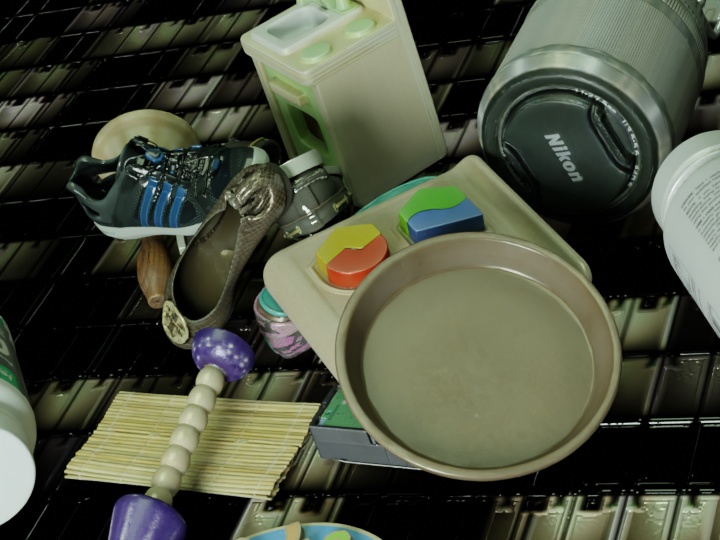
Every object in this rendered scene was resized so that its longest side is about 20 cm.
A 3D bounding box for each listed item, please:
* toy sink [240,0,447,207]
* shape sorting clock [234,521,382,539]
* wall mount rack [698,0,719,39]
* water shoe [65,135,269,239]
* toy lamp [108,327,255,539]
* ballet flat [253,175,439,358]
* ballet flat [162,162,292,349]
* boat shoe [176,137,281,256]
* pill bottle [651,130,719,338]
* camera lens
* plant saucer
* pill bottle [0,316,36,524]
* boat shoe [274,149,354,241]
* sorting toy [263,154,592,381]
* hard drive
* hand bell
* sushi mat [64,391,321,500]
[{"bbox_3d":[-0.023,-0.179,1.587,0.111,0.201,0.130,-31,34,-19],"label":"toy sink"},{"bbox_3d":[-0.063,0.229,1.149,0.198,0.040,0.201,-14,33,9],"label":"shape sorting clock"},{"bbox_3d":[0.304,-0.301,1.671,0.199,0.075,0.175,9,65,39],"label":"wall mount rack"},{"bbox_3d":[-0.167,-0.073,1.490,0.199,0.079,0.072,-13,48,37],"label":"water shoe"},{"bbox_3d":[-0.131,0.135,1.293,0.058,0.058,0.201,0,48,29],"label":"toy lamp"},{"bbox_3d":[0.000,0.000,1.426,0.199,0.072,0.069,-37,53,-19],"label":"ballet flat"},{"bbox_3d":[-0.117,-0.008,1.416,0.067,0.200,0.046,49,39,15],"label":"ballet flat"},{"bbox_3d":[-0.114,-0.060,1.580,0.060,0.072,0.202,-15,30,17],"label":"boat shoe"},{"bbox_3d":[0.280,-0.014,1.250,0.112,0.114,0.201,-20,32,0],"label":"pill bottle"},{"bbox_3d":[0.193,-0.148,1.455,0.158,0.161,0.201,-1,36,27],"label":"camera lens"},{"bbox_3d":[0.081,0.061,1.234,0.197,0.030,0.202,0,55,0],"label":"plant saucer"},{"bbox_3d":[-0.315,0.111,1.398,0.112,0.114,0.200,-24,32,-7],"label":"pill bottle"},{"bbox_3d":[-0.040,-0.052,1.480,0.072,0.061,0.202,-28,-6,2],"label":"boat shoe"},{"bbox_3d":[0.046,0.000,1.333,0.199,0.037,0.185,-29,45,-12],"label":"sorting toy"},{"bbox_3d":[0.065,0.068,1.321,0.138,0.038,0.200,1,37,30],"label":"hard drive"},{"bbox_3d":[-0.186,-0.042,1.605,0.103,0.105,0.201,-17,45,5],"label":"hand bell"},{"bbox_3d":[-0.128,0.131,1.356,0.198,0.012,0.096,1,38,31],"label":"sushi mat"}]
